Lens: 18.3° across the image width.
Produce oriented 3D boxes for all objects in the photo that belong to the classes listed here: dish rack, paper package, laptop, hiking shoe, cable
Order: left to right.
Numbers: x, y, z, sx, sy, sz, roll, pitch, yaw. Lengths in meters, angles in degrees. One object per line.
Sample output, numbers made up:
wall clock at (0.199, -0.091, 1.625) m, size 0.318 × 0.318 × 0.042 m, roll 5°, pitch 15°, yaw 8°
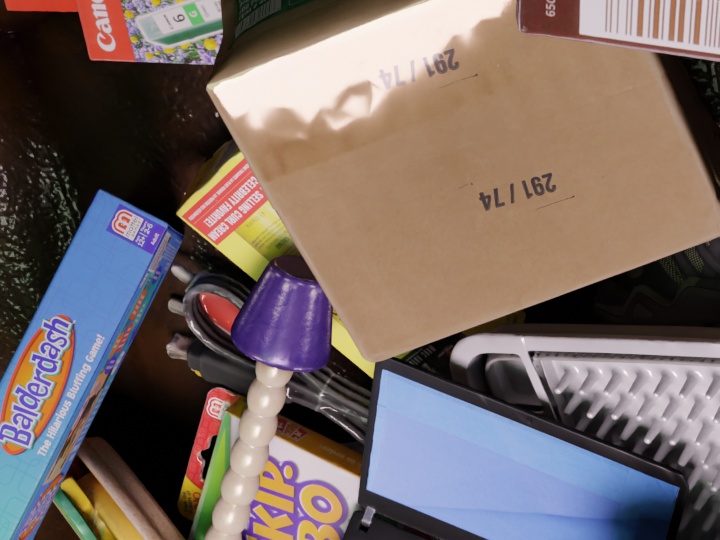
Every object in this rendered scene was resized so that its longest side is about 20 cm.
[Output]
cable at (-0.029, 0.052, 1.261) m, size 0.198 × 0.050 × 0.098 m, roll 21°, pitch 138°, yaw 15°
laptop at (0.057, 0.175, 1.161) m, size 0.176 × 0.202 × 0.103 m, roll 21°, pitch 171°, yaw 15°
paper package at (0.054, -0.081, 1.065) m, size 0.198 × 0.104 × 0.191 m, roll -21°, pitch 122°, yaw 15°
dish rack at (0.155, 0.093, 1.141) m, size 0.199 × 0.044 × 0.173 m, roll 1°, pitch 125°, yaw 38°
hiking shoe at (0.196, -0.012, 1.127) m, size 0.075 × 0.102 × 0.199 m, roll 17°, pitch 165°, yaw -32°

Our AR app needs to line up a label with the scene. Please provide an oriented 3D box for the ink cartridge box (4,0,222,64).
ink cartridge box at (-0.110, -0.162, 1.131) m, size 0.198 × 0.051 × 0.110 m, roll 4°, pitch 129°, yaw 17°

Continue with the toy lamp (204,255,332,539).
toy lamp at (-0.058, 0.089, 1.211) m, size 0.058 × 0.058 × 0.202 m, roll 18°, pitch 109°, yaw 6°

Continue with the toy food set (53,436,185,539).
toy food set at (-0.128, 0.181, 1.356) m, size 0.199 × 0.049 × 0.200 m, roll 53°, pitch 170°, yaw 2°

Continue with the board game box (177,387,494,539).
board game box at (-0.013, 0.147, 1.261) m, size 0.199 × 0.030 × 0.096 m, roll 26°, pitch 120°, yaw 15°

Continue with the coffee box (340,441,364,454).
coffee box at (0.022, 0.165, 1.325) m, size 0.198 × 0.080 × 0.114 m, roll -12°, pitch 121°, yaw 28°

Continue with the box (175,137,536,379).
box at (0.000, 0.000, 1.221) m, size 0.200 × 0.050 × 0.075 m, roll 41°, pitch 131°, yaw -13°

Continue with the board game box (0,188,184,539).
board game box at (-0.161, 0.058, 1.200) m, size 0.045 × 0.152 × 0.201 m, roll 26°, pitch 88°, yaw -1°

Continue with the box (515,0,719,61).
box at (0.162, -0.202, 0.891) m, size 0.164 × 0.201 × 0.165 m, roll 9°, pitch 130°, yaw 14°
